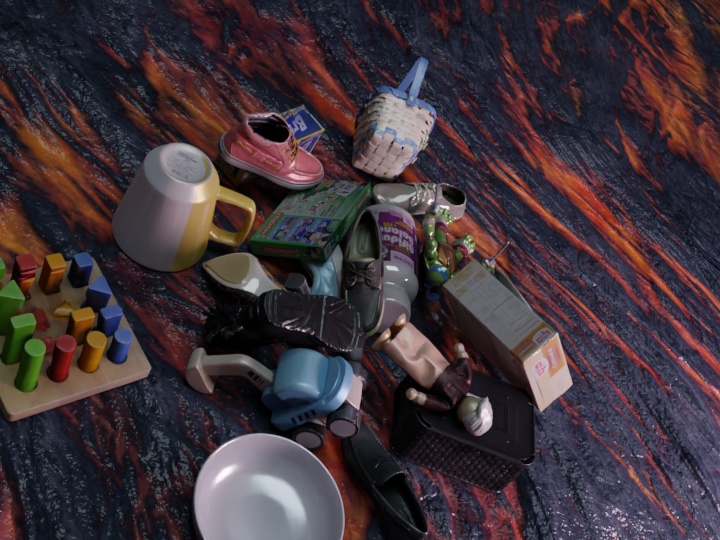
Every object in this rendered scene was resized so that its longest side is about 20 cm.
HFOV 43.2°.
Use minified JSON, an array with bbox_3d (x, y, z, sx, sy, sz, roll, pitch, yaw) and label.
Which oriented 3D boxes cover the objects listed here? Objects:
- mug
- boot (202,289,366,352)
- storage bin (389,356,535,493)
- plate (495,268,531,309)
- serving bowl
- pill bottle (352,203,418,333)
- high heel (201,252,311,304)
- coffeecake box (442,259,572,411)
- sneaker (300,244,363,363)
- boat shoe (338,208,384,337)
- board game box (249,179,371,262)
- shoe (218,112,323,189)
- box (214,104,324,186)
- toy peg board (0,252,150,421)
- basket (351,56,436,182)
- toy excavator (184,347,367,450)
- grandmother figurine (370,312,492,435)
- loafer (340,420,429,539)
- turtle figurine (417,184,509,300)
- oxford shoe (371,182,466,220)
[{"bbox_3d":[-0.265,-0.108,1.359,0.184,0.154,0.150,-13,59,-38],"label":"mug"},{"bbox_3d":[-0.112,0.081,1.282,0.196,0.161,0.075,17,66,-37],"label":"boot"},{"bbox_3d":[0.153,0.227,1.359,0.197,0.094,0.137,23,44,-13],"label":"storage bin"},{"bbox_3d":[0.277,0.086,1.529,0.025,0.200,0.202,-33,67,2],"label":"plate"},{"bbox_3d":[-0.122,0.309,1.139,0.197,0.066,0.202,17,45,-18],"label":"serving bowl"},{"bbox_3d":[0.039,-0.003,1.478,0.110,0.113,0.202,16,45,-17],"label":"pill bottle"},{"bbox_3d":[-0.147,0.049,1.377,0.197,0.144,0.072,14,53,29],"label":"high heel"},{"bbox_3d":[0.230,0.101,1.427,0.073,0.154,0.200,-37,50,-8],"label":"coffeecake box"},{"bbox_3d":[-0.048,0.059,1.419,0.080,0.074,0.203,-14,60,-4],"label":"sneaker"},{"bbox_3d":[0.001,-0.001,1.370,0.070,0.066,0.204,0,59,6],"label":"boat shoe"},{"bbox_3d":[-0.078,-0.088,1.493,0.132,0.030,0.201,6,37,24],"label":"board game box"},{"bbox_3d":[-0.126,-0.193,1.477,0.198,0.091,0.073,15,60,-35],"label":"shoe"},{"bbox_3d":[-0.155,-0.220,1.584,0.064,0.070,0.199,48,45,9],"label":"box"},{"bbox_3d":[-0.391,0.058,1.176,0.197,0.098,0.201,-16,62,-39],"label":"toy peg board"},{"bbox_3d":[0.064,-0.280,1.700,0.137,0.176,0.203,20,63,-13],"label":"basket"},{"bbox_3d":[-0.113,0.152,1.247,0.200,0.193,0.101,46,36,-29],"label":"toy excavator"},{"bbox_3d":[0.113,0.151,1.296,0.121,0.061,0.200,-42,81,-18],"label":"grandmother figurine"},{"bbox_3d":[0.036,0.288,1.249,0.067,0.071,0.202,-9,58,-37],"label":"loafer"},{"bbox_3d":[0.170,-0.054,1.547,0.141,0.203,0.194,15,20,1],"label":"turtle figurine"},{"bbox_3d":[0.112,-0.138,1.684,0.197,0.058,0.076,6,52,-24],"label":"oxford shoe"}]
